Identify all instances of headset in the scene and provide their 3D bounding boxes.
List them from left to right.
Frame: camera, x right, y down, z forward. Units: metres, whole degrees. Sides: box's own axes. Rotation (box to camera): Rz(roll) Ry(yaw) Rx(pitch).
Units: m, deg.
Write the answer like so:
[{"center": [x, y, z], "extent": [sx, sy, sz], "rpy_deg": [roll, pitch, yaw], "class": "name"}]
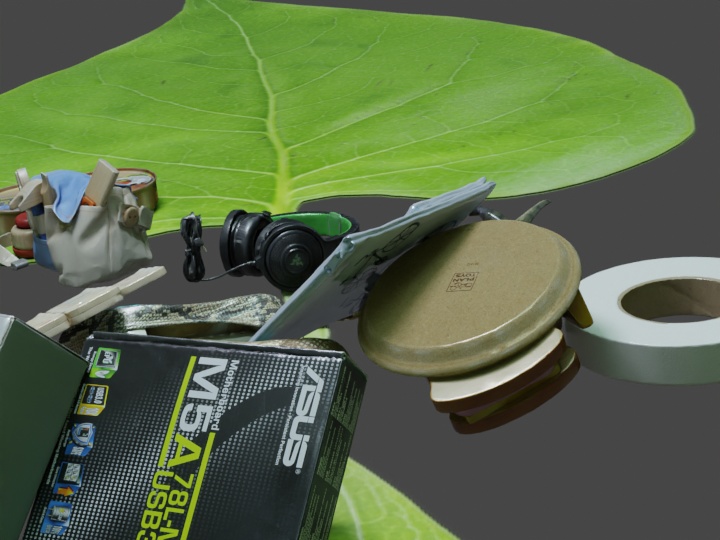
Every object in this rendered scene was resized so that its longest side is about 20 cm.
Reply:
[{"center": [-0.090, -0.033, 1.628], "extent": [0.199, 0.095, 0.123], "rpy_deg": [-21, 24, -40], "class": "headset"}]

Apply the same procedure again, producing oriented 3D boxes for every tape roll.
[{"center": [0.266, 0.039, 1.403], "extent": [0.201, 0.037, 0.203], "rpy_deg": [-5, 20, 2], "class": "tape roll"}]

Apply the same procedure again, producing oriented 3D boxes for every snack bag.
[{"center": [0.000, 0.000, 1.395], "extent": [0.199, 0.021, 0.189], "rpy_deg": [-24, -16, -47], "class": "snack bag"}]

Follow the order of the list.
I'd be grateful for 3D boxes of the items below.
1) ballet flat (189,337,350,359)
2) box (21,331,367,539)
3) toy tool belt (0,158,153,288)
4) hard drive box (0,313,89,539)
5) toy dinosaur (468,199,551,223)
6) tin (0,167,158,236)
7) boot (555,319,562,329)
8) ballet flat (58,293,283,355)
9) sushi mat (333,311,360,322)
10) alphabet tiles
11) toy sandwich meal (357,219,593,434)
[{"center": [-0.106, 0.090, 1.339], "extent": [0.198, 0.071, 0.065], "rpy_deg": [-8, 34, 6], "class": "ballet flat"}, {"center": [-0.109, 0.141, 1.046], "extent": [0.192, 0.048, 0.201], "rpy_deg": [3, 66, 29], "class": "box"}, {"center": [-0.299, -0.065, 1.737], "extent": [0.124, 0.124, 0.199], "rpy_deg": [-22, 25, -39], "class": "toy tool belt"}, {"center": [-0.282, 0.127, 1.082], "extent": [0.155, 0.201, 0.077], "rpy_deg": [6, -22, 39], "class": "hard drive box"}, {"center": [0.127, -0.038, 1.652], "extent": [0.087, 0.048, 0.200], "rpy_deg": [14, 23, 10], "class": "toy dinosaur"}, {"center": [-0.325, -0.076, 1.906], "extent": [0.198, 0.042, 0.112], "rpy_deg": [-10, 24, -11], "class": "tin"}, {"center": [0.069, 0.023, 1.460], "extent": [0.143, 0.071, 0.201], "rpy_deg": [-12, 25, -17], "class": "boot"}, {"center": [-0.155, 0.063, 1.438], "extent": [0.198, 0.068, 0.075], "rpy_deg": [-7, 35, -9], "class": "ballet flat"}, {"center": [0.012, 0.009, 1.598], "extent": [0.095, 0.012, 0.200], "rpy_deg": [-2, 20, 14], "class": "sushi mat"}, {"center": [-0.263, 0.042, 1.473], "extent": [0.195, 0.015, 0.200], "rpy_deg": [-28, 6, -14], "class": "alphabet tiles"}, {"center": [0.093, 0.039, 1.332], "extent": [0.204, 0.071, 0.206], "rpy_deg": [-17, 32, 11], "class": "toy sandwich meal"}]
